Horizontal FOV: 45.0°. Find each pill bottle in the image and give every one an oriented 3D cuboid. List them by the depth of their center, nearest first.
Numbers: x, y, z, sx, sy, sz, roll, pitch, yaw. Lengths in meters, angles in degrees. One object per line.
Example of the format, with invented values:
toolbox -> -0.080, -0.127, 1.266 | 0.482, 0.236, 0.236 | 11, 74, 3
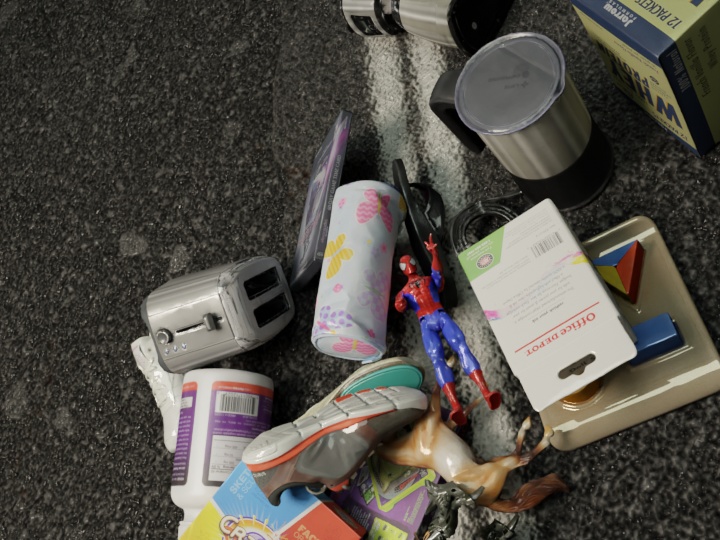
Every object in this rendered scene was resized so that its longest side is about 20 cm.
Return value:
pill bottle -> -0.164, 0.225, 1.029 | 0.111, 0.111, 0.202 | -6, 70, 30

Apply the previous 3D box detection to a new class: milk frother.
milk frother -> 0.159, -0.112, 0.933 | 0.179, 0.188, 0.202 | -3, 67, 32

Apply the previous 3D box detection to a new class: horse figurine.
horse figurine -> 0.113, 0.183, 0.892 | 0.200, 0.050, 0.133 | 36, 81, 29

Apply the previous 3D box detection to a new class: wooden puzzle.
wooden puzzle -> 0.247, 0.059, 0.890 | 0.184, 0.046, 0.201 | -27, 57, 19

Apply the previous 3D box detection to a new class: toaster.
toaster -> -0.169, 0.049, 1.089 | 0.128, 0.200, 0.115 | -16, 95, 21

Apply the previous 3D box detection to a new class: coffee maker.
coffee maker -> 0.097, -0.385, 1.151 | 0.199, 0.135, 0.192 | 22, 58, 36

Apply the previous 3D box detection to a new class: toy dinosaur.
toy dinosaur -> 0.090, 0.283, 0.820 | 0.199, 0.102, 0.136 | -11, 33, 43

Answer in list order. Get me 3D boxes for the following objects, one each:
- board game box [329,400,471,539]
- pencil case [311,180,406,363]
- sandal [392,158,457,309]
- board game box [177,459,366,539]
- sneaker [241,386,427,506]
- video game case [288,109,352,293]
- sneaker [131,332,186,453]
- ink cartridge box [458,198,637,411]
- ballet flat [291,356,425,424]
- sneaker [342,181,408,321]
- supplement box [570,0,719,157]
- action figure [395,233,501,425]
board game box -> 0.032, 0.235, 0.957 | 0.119, 0.032, 0.201 | 19, 79, 32
pencil case -> 0.000, 0.000, 0.976 | 0.083, 0.090, 0.202 | -11, 59, 40
sandal -> 0.084, -0.047, 1.036 | 0.048, 0.075, 0.202 | -17, 65, -7
board game box -> -0.114, 0.308, 0.931 | 0.153, 0.040, 0.200 | 38, 91, 10
sneaker -> -0.019, 0.183, 0.901 | 0.199, 0.077, 0.083 | -21, 98, -3
video game case -> -0.052, -0.085, 1.104 | 0.143, 0.019, 0.202 | 136, 146, -67
sneaker -> -0.254, 0.140, 1.131 | 0.075, 0.099, 0.201 | -46, 40, 45
ink cartridge box -> 0.191, 0.041, 0.866 | 0.117, 0.067, 0.201 | -32, 51, 15
ballet flat -> -0.017, 0.149, 0.976 | 0.199, 0.068, 0.062 | -36, 25, 10
sneaker -> 0.020, -0.011, 1.060 | 0.115, 0.076, 0.202 | 2, 74, 20
supplement box -> 0.351, -0.263, 0.873 | 0.200, 0.200, 0.134 | -44, 52, 9
action figure -> 0.077, 0.048, 0.902 | 0.065, 0.099, 0.201 | -24, 53, 0
